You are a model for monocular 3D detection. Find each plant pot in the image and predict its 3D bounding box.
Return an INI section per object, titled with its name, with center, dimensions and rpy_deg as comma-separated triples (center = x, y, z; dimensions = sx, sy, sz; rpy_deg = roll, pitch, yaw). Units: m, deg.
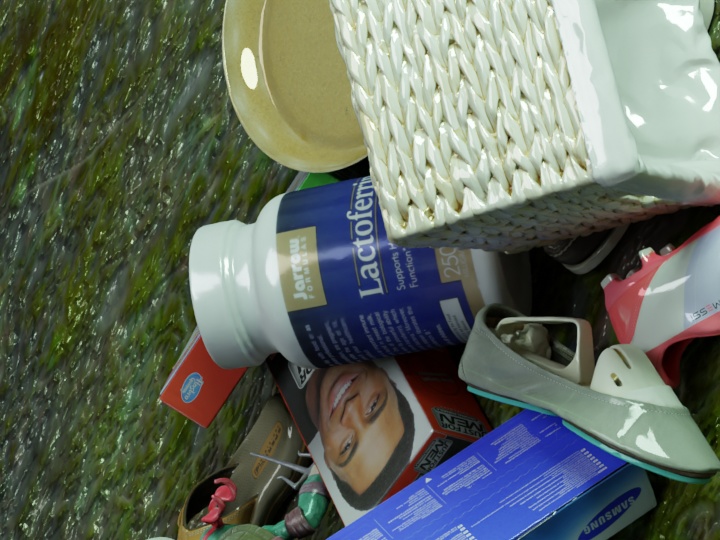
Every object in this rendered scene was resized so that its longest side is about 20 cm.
[plant pot]
center = -0.012, -0.161, 1.730
dimensions = 0.200, 0.027, 0.200
rpy_deg = -7, 80, 43

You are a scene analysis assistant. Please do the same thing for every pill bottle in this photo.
[pill bottle]
center = 0.000, 0.000, 1.691
dimensions = 0.200, 0.116, 0.116
rpy_deg = -11, 62, 15

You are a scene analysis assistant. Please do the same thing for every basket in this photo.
[basket]
center = 0.100, -0.116, 1.523
dimensions = 0.161, 0.198, 0.200
rpy_deg = -19, 80, 25

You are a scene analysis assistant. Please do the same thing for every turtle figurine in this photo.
[turtle figurine]
center = -0.045, 0.209, 1.761
dimensions = 0.200, 0.101, 0.150
rpy_deg = 36, 120, 43

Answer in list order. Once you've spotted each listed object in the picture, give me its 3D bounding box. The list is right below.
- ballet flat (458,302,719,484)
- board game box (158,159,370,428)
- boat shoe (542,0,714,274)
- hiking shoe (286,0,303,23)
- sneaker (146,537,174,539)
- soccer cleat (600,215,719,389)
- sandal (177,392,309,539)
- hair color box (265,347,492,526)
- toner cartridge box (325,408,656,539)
[ballet flat]
center = 0.132, 0.064, 1.543
dimensions = 0.200, 0.067, 0.064
rpy_deg = 22, 102, 47
[board game box]
center = -0.058, -0.003, 1.840
dimensions = 0.200, 0.040, 0.153
rpy_deg = -56, 4, 19
[boat shoe]
center = 0.151, -0.097, 1.641
dimensions = 0.072, 0.059, 0.200
rpy_deg = 35, 105, 55
[hiking shoe]
center = 0.015, -0.212, 1.765
dimensions = 0.200, 0.076, 0.101
rpy_deg = -61, 27, 14
[sneaker]
center = -0.108, 0.265, 1.760
dimensions = 0.081, 0.200, 0.147
rpy_deg = -33, 69, -3
[soccer cleat]
center = 0.222, -0.007, 1.513
dimensions = 0.200, 0.067, 0.077
rpy_deg = -36, 78, 36
[sandal]
center = -0.095, 0.171, 1.884
dimensions = 0.080, 0.054, 0.200
rpy_deg = 43, 112, 53
[hair color box]
center = 0.010, 0.083, 1.766
dimensions = 0.102, 0.061, 0.200
rpy_deg = -56, 38, 22
[toner cartridge box]
center = 0.065, 0.156, 1.567
dimensions = 0.200, 0.043, 0.095
rpy_deg = -32, 36, -11
